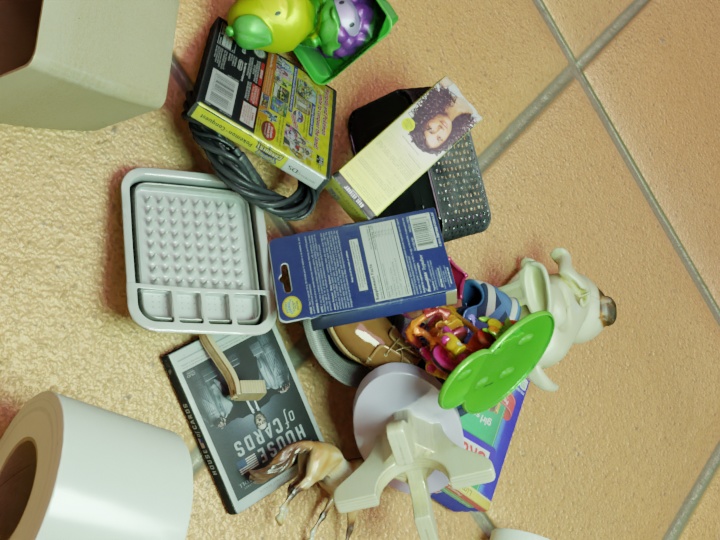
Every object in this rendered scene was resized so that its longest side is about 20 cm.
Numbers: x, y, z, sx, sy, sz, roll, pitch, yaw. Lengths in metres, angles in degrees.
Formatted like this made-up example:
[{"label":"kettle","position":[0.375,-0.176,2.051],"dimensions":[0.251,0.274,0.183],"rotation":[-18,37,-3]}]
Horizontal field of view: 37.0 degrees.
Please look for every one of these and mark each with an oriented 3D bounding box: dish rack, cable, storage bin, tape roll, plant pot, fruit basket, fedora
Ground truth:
[{"label":"dish rack","position":[-0.188,-0.015,1.216],"dimensions":[0.171,0.044,0.201],"rotation":[3,64,-27]},{"label":"cable","position":[-0.123,-0.145,1.275],"dimensions":[0.200,0.051,0.163],"rotation":[56,30,9]},{"label":"storage bin","position":[0.075,-0.132,1.419],"dimensions":[0.094,0.135,0.201],"rotation":[-12,88,-39]},{"label":"tape roll","position":[-0.271,0.231,1.030],"dimensions":[0.139,0.202,0.203],"rotation":[25,66,-32]},{"label":"plant pot","position":[-0.304,-0.250,1.125],"dimensions":[0.177,0.199,0.201],"rotation":[20,68,-45]},{"label":"fruit basket","position":[-0.071,-0.337,1.329],"dimensions":[0.215,0.155,0.216],"rotation":[37,34,-31]},{"label":"fedora","position":[-0.020,0.044,1.335],"dimensions":[0.176,0.090,0.201],"rotation":[-16,98,-38]}]

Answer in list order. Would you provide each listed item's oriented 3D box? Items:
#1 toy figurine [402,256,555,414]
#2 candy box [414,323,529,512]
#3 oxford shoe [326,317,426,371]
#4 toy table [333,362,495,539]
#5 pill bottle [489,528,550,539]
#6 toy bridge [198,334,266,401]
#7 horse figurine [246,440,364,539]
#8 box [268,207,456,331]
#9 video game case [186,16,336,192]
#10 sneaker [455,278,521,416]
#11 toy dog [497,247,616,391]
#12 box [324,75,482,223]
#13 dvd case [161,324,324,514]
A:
[{"label":"toy figurine","position":[0.097,0.060,1.264],"dimensions":[0.200,0.150,0.184],"rotation":[-15,48,-46]},{"label":"candy box","position":[0.119,0.191,1.421],"dimensions":[0.169,0.077,0.200],"rotation":[38,60,-25]},{"label":"oxford shoe","position":[0.033,0.091,1.273],"dimensions":[0.200,0.071,0.071],"rotation":[47,63,-25]},{"label":"toy table","position":[0.060,0.218,1.248],"dimensions":[0.200,0.183,0.117],"rotation":[59,16,-30]},{"label":"pill bottle","position":[0.195,0.448,1.405],"dimensions":[0.109,0.109,0.201],"rotation":[30,63,-30]},{"label":"toy bridge","position":[-0.156,0.052,1.244],"dimensions":[0.067,0.027,0.201],"rotation":[2,65,-29]},{"label":"horse figurine","position":[-0.045,0.255,1.275],"dimensions":[0.200,0.050,0.133],"rotation":[44,65,-41]},{"label":"box","position":[0.000,0.000,1.227],"dimensions":[0.199,0.032,0.121],"rotation":[-10,55,-2]},{"label":"video game case","position":[-0.111,-0.202,1.292],"dimensions":[0.180,0.026,0.200],"rotation":[29,36,-21]},{"label":"sneaker","position":[0.137,0.097,1.369],"dimensions":[0.082,0.074,0.200],"rotation":[39,51,-19]},{"label":"toy dog","position":[0.282,0.061,1.534],"dimensions":[0.200,0.139,0.194],"rotation":[-11,71,-48]},{"label":"box","position":[0.052,-0.145,1.303],"dimensions":[0.200,0.050,0.075],"rotation":[-44,97,-16]},{"label":"dvd case","position":[-0.132,0.162,1.266],"dimensions":[0.150,0.025,0.201],"rotation":[-27,97,-38]}]
